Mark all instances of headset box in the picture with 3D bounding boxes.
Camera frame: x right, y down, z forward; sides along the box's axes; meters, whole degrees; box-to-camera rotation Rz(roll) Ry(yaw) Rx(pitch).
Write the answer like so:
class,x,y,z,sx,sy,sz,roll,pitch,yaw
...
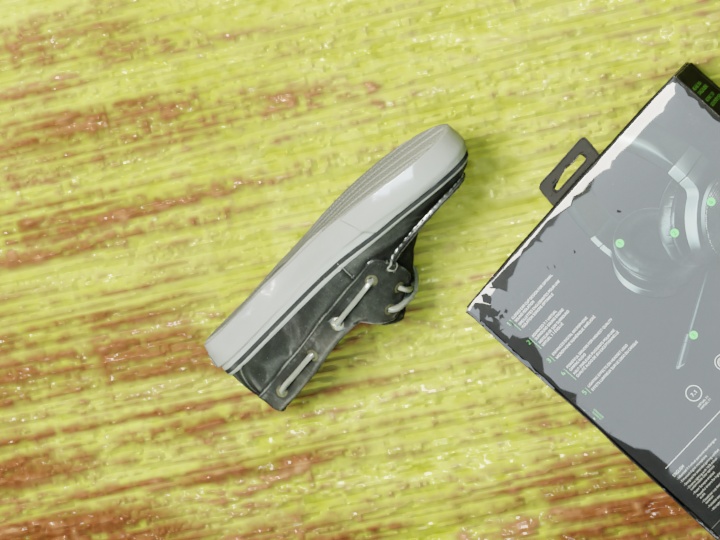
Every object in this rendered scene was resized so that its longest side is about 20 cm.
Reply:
class,x,y,z,sx,sy,sz,roll,pitch,yaw
headset box,0.180,0.009,1.428,0.200,0.093,0.174,41,105,3

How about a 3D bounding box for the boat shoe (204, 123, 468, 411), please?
class,x,y,z,sx,sy,sz,roll,pitch,yaw
boat shoe,0.000,0.000,1.484,0.071,0.072,0.200,43,115,-7
